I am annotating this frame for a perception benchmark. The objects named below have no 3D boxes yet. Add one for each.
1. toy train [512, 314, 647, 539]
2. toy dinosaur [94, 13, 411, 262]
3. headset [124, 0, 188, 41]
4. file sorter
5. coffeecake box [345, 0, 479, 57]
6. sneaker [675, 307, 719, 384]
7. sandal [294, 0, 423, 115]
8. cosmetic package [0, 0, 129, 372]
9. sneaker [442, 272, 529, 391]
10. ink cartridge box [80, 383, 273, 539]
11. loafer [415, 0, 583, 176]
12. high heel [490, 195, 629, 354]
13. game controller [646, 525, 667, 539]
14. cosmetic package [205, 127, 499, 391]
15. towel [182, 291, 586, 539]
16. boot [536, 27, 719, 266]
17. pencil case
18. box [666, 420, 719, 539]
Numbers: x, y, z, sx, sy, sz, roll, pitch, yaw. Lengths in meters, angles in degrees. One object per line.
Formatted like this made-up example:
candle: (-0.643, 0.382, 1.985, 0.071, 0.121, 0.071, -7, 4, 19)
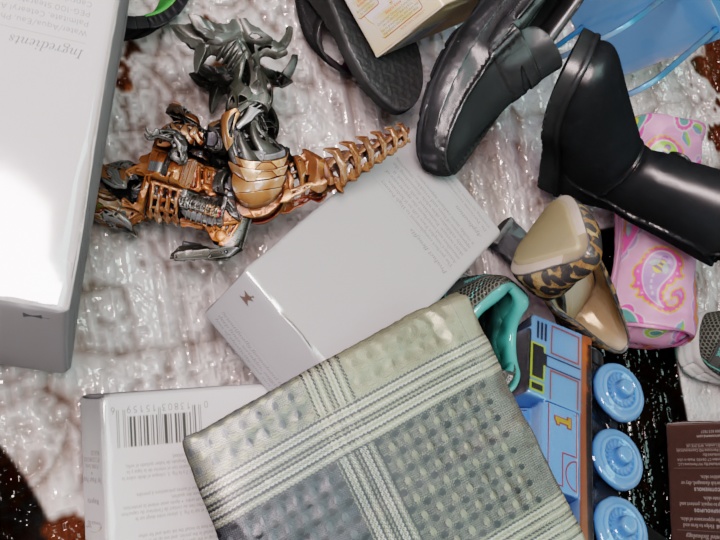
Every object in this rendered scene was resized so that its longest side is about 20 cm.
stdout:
toy train: (0.144, 0.137, 0.784, 0.113, 0.087, 0.203, 21, 55, -17)
toy dinosaur: (-0.074, -0.075, 0.675, 0.196, 0.102, 0.139, -2, 78, -24)
headset: (-0.174, -0.205, 0.639, 0.198, 0.093, 0.126, -15, 90, -47)
file sorter: (0.177, -0.240, 0.868, 0.122, 0.138, 0.202, -36, 103, -32)
coffeecake box: (0.024, -0.274, 0.770, 0.153, 0.073, 0.202, -32, 93, -48)
sneaker: (0.377, 0.086, 0.971, 0.197, 0.091, 0.079, 20, 72, -31)
sandal: (-0.021, -0.197, 0.780, 0.075, 0.048, 0.202, -29, 85, -43)
cosmetic package: (-0.186, -0.068, 0.528, 0.120, 0.199, 0.204, 8, 75, -14)
sneaker: (0.069, 0.089, 0.761, 0.077, 0.091, 0.204, 22, 70, -29)
ink cartridge box: (-0.074, 0.161, 0.677, 0.197, 0.043, 0.178, 1, 84, -36)
loafer: (0.103, -0.151, 0.727, 0.203, 0.070, 0.068, -60, 155, -9)
high heel: (0.172, 0.016, 0.777, 0.142, 0.200, 0.072, 41, 88, -7)
game controller: (0.189, 0.233, 0.860, 0.199, 0.042, 0.106, 35, 49, -26)
cosmetic package: (0.000, 0.000, 0.714, 0.102, 0.074, 0.200, 49, 50, -1)
towel: (0.021, 0.138, 0.611, 0.197, 0.035, 0.195, -25, 86, -19)
boot: (0.219, -0.085, 0.791, 0.166, 0.201, 0.077, 24, 72, 15)
pencil case: (0.249, -0.036, 0.918, 0.086, 0.087, 0.204, 15, 73, -32)
box: (0.326, 0.234, 0.931, 0.099, 0.074, 0.205, 6, 80, -34)
